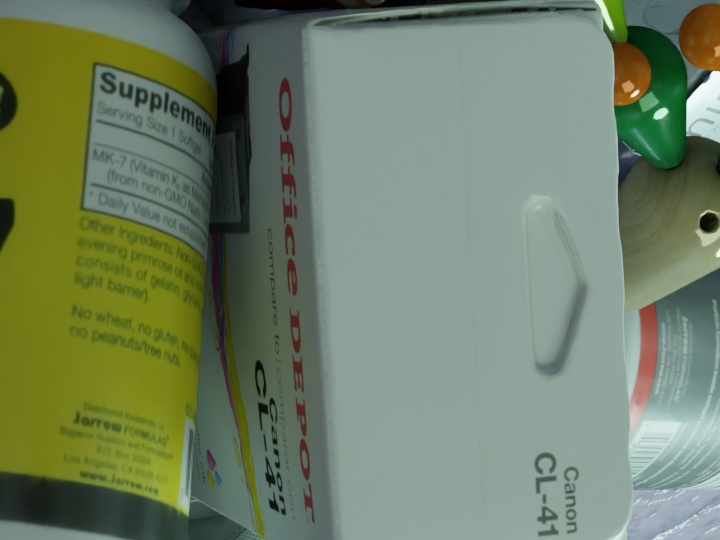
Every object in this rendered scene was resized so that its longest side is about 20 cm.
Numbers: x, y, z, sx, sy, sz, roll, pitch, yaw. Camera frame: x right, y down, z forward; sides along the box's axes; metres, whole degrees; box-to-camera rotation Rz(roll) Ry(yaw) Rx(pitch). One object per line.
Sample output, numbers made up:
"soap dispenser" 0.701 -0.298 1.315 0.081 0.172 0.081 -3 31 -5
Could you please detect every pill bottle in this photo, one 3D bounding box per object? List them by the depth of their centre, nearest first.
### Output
"pill bottle" -0.097 -0.012 0.715 0.114 0.201 0.114 3 166 1
"pill bottle" 0.126 0.032 1.102 0.199 0.116 0.116 4 133 -45

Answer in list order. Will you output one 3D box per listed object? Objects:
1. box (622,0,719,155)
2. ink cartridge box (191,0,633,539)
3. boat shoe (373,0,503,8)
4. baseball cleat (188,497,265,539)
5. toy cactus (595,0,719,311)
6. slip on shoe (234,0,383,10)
"box" 0.186 -0.126 0.956 0.176 0.097 0.200 10 129 -47
"ink cartridge box" 0.000 0.000 0.761 0.085 0.148 0.200 -5 -176 -15
"boat shoe" 0.004 -0.049 0.930 0.068 0.057 0.200 4 153 -28
"baseball cleat" -0.090 0.116 0.925 0.070 0.107 0.200 -5 157 -48
"toy cactus" 0.124 -0.048 0.864 0.199 0.103 0.165 18 143 -24
"slip on shoe" -0.053 -0.132 0.770 0.061 0.074 0.200 -11 151 24
